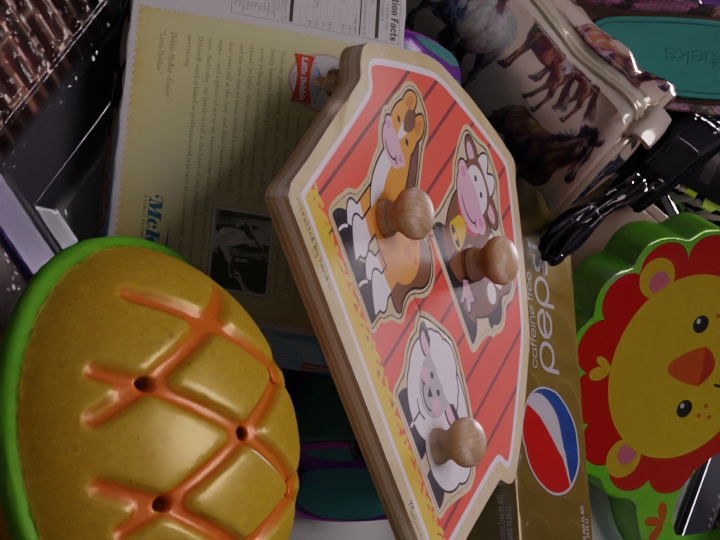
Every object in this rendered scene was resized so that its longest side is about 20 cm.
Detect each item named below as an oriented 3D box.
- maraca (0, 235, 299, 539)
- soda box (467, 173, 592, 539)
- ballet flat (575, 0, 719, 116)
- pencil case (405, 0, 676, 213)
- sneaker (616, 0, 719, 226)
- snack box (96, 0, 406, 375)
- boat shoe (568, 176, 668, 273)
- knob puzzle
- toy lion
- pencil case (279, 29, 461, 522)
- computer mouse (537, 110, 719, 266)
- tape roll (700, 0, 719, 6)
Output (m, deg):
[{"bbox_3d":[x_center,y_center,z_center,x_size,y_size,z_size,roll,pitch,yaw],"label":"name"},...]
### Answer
[{"bbox_3d":[-0.075,0.087,0.888,0.137,0.107,0.201,-3,83,-48],"label":"maraca"},{"bbox_3d":[0.059,0.050,1.142,0.068,0.064,0.201,17,64,-52],"label":"soda box"},{"bbox_3d":[0.099,-0.111,1.216,0.071,0.199,0.070,-172,-92,-82],"label":"ballet flat"},{"bbox_3d":[0.058,-0.118,1.117,0.078,0.089,0.200,-38,81,-18],"label":"pencil case"},{"bbox_3d":[0.168,-0.066,1.367,0.083,0.072,0.201,-40,113,-28],"label":"sneaker"},{"bbox_3d":[-0.043,-0.062,0.999,0.116,0.037,0.201,9,65,-12],"label":"snack box"},{"bbox_3d":[0.147,0.012,1.313,0.200,0.073,0.063,44,1,-31],"label":"boat shoe"},{"bbox_3d":[0.037,-0.001,0.987,0.219,0.030,0.221,32,53,-58],"label":"knob puzzle"},{"bbox_3d":[0.172,0.068,1.261,0.191,0.069,0.201,-8,112,-28],"label":"toy lion"},{"bbox_3d":[0.000,0.000,1.052,0.092,0.085,0.201,10,66,-21],"label":"pencil case"},{"bbox_3d":[0.130,-0.048,1.196,0.034,0.059,0.200,51,32,5],"label":"computer mouse"},{"bbox_3d":[0.250,-0.219,1.401,0.066,0.199,0.201,-25,99,-56],"label":"tape roll"}]
